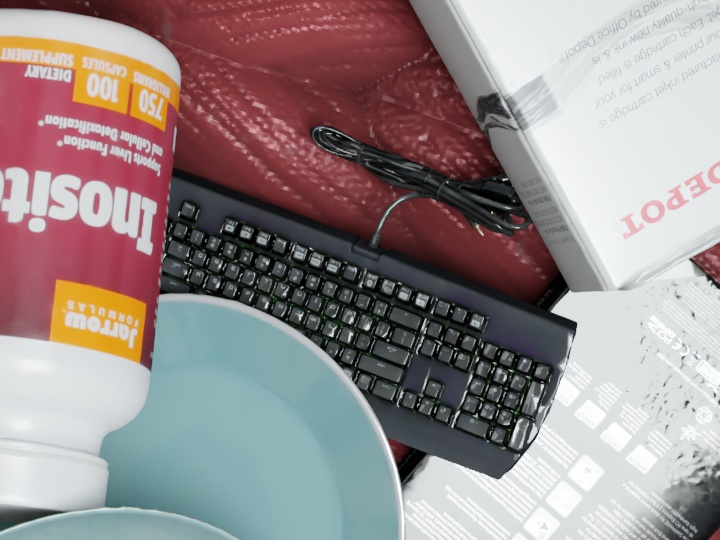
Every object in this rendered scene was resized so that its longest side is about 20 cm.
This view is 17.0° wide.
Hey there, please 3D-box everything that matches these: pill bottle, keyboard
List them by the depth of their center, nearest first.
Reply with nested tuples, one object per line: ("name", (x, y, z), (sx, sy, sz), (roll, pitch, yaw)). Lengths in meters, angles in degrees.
("pill bottle", (-0.138, 0.001, 1.003), (0.112, 0.113, 0.202), (5, 79, -3))
("keyboard", (0.000, 0.000, 1.053), (0.199, 0.021, 0.128), (21, 87, 11))

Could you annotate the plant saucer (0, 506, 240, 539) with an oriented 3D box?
("plant saucer", (-0.121, 0.171, 1.002), (0.200, 0.039, 0.202), (-9, 122, -15))

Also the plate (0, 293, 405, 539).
("plate", (-0.072, 0.110, 1.057), (0.199, 0.026, 0.202), (1, 94, 17))

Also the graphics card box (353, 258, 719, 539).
("graphics card box", (0.100, 0.085, 1.074), (0.125, 0.051, 0.200), (39, 92, -3))

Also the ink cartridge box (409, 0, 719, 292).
("ink cartridge box", (0.109, -0.108, 1.006), (0.145, 0.083, 0.201), (-29, 93, -8))
